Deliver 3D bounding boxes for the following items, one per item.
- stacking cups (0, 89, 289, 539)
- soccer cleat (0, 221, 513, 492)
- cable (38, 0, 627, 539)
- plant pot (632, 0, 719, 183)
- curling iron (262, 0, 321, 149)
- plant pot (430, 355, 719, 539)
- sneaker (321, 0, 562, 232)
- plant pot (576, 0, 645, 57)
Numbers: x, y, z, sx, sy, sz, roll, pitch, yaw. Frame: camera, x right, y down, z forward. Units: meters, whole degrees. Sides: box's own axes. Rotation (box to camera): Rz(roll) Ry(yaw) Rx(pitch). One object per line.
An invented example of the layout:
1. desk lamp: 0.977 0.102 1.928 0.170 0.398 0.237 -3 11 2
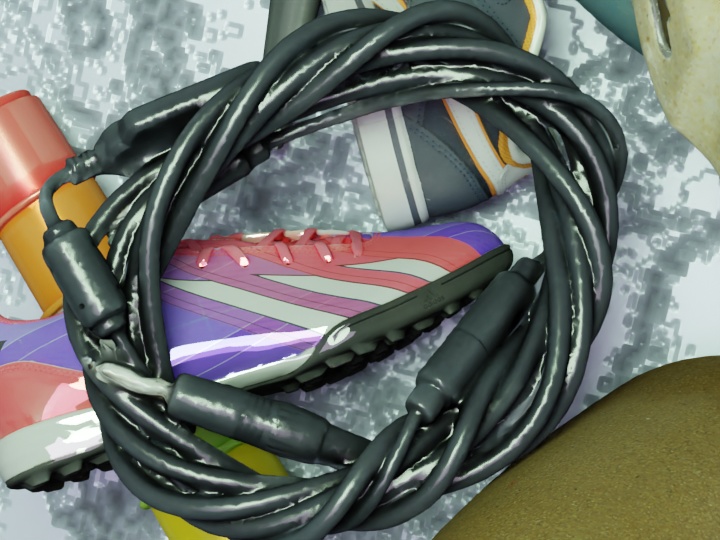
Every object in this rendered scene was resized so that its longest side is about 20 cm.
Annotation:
1. stacking cups: -0.092 0.027 0.846 0.060 0.060 0.201 -36 82 10
2. soccer cleat: -0.043 0.012 0.789 0.198 0.068 0.074 -21 82 -8
3. cable: 0.000 0.000 0.733 0.198 0.051 0.164 -20 75 -4
4. plant pot: 0.186 -0.095 0.644 0.182 0.200 0.202 -15 89 -24
5. curling iron: -0.013 -0.143 0.830 0.025 0.050 0.202 12 100 11
6. plant pot: 0.077 0.137 0.711 0.185 0.199 0.188 8 103 38
7. sneaker: 0.018 -0.114 0.785 0.079 0.079 0.201 -16 121 2
8. plant pot: 0.109 -0.175 0.745 0.134 0.199 0.201 32 99 42
